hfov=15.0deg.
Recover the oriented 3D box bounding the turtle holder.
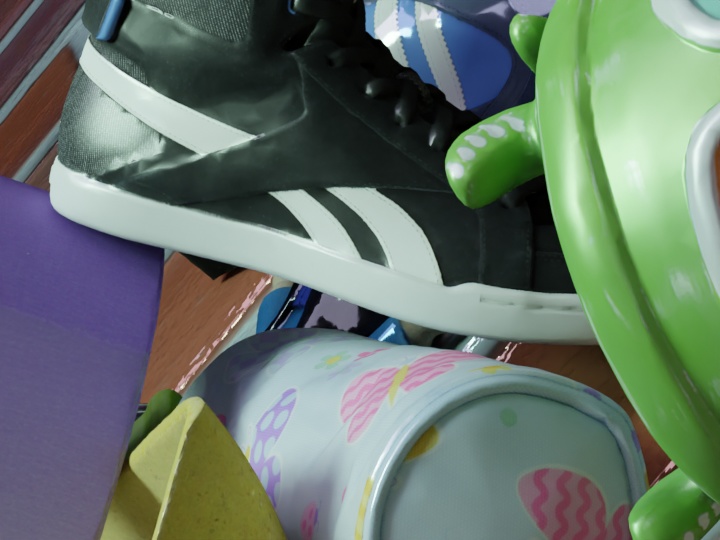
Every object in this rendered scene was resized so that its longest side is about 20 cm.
[{"bbox_3d":[0.118,-0.020,0.630,0.131,0.142,0.185,-26,-13,26],"label":"turtle holder"}]

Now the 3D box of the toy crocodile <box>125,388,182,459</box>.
[{"bbox_3d":[-0.117,0.128,0.994,0.200,0.062,0.068,-57,14,21],"label":"toy crocodile"}]

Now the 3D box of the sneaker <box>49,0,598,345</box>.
[{"bbox_3d":[0.006,-0.051,0.804,0.073,0.199,0.113,-41,-38,-70],"label":"sneaker"}]

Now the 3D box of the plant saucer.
[{"bbox_3d":[-0.073,0.154,0.772,0.200,0.048,0.201,139,148,-67],"label":"plant saucer"}]

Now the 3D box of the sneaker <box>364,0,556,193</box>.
[{"bbox_3d":[0.039,-0.094,0.908,0.200,0.080,0.147,23,94,44],"label":"sneaker"}]

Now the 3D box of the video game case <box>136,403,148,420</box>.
[{"bbox_3d":[-0.167,0.074,1.096,0.200,0.180,0.036,175,91,-67],"label":"video game case"}]

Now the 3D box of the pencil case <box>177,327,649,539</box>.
[{"bbox_3d":[0.006,0.064,0.789,0.091,0.083,0.200,-36,13,-17],"label":"pencil case"}]

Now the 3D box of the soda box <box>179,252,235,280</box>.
[{"bbox_3d":[-0.029,-0.064,1.165,0.200,0.071,0.063,-27,28,54],"label":"soda box"}]

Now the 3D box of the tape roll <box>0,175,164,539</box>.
[{"bbox_3d":[-0.125,0.072,0.867,0.200,0.065,0.201,-160,90,-78],"label":"tape roll"}]

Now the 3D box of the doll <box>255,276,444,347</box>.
[{"bbox_3d":[0.000,0.000,0.999,0.136,0.048,0.201,1,60,62],"label":"doll"}]
